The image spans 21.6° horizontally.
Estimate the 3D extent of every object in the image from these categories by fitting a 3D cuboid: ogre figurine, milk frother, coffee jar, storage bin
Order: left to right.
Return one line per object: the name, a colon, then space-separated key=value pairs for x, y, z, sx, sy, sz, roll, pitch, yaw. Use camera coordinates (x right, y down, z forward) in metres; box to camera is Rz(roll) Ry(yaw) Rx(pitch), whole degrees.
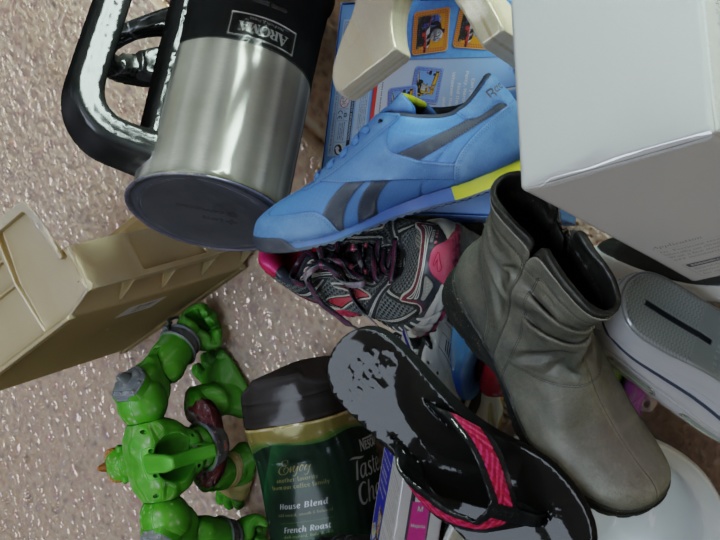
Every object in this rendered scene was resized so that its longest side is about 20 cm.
storage bin: x=-0.214 y=0.007 z=1.453 sx=0.198 sy=0.199 sz=0.094 roll=-34 pitch=79 yaw=38
ogre figurine: x=-0.136 y=0.136 z=1.469 sx=0.097 sy=0.119 sz=0.202 roll=14 pitch=107 yaw=36
milk frother: x=-0.123 y=-0.112 z=1.364 sx=0.179 sy=0.200 sz=0.190 roll=12 pitch=66 yaw=-1
coffee jar: x=-0.026 y=0.166 z=1.395 sx=0.085 sy=0.104 sz=0.202 roll=-11 pitch=93 yaw=25

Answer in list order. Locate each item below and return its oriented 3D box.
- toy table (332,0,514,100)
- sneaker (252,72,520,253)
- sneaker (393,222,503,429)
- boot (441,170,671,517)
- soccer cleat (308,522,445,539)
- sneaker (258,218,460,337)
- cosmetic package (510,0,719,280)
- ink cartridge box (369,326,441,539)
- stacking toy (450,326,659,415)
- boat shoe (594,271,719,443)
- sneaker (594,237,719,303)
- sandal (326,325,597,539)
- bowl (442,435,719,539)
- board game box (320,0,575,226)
toy table: x=0.039 y=-0.203 z=1.172 sx=0.184 sy=0.199 sz=0.118 roll=-43 pitch=52 yaw=33
sneaker: x=0.013 y=-0.070 z=1.222 sx=0.198 sy=0.066 sz=0.079 roll=-19 pitch=101 yaw=20
sneaker: x=0.055 y=0.042 z=1.315 sx=0.075 sy=0.087 sz=0.202 roll=2 pitch=99 yaw=40
boot: x=0.124 y=0.047 z=1.111 sx=0.201 sy=0.067 sz=0.131 roll=53 pitch=155 yaw=13
soccer cleat: x=0.032 y=0.215 z=1.326 sx=0.068 sy=0.198 sz=0.074 roll=-132 pitch=31 yaw=-67
sneaker: x=0.000 y=0.000 z=1.285 sx=0.199 sy=0.074 sz=0.081 roll=-4 pitch=71 yaw=59
cosmetic package: x=0.183 y=-0.123 z=1.058 sx=0.122 sy=0.199 sz=0.201 roll=-15 pitch=67 yaw=33
ink cartridge box: x=0.031 y=0.146 z=1.222 sx=0.037 sy=0.095 sz=0.202 roll=5 pitch=103 yaw=-6
stacking toy: x=0.164 y=0.057 z=1.231 sx=0.198 sy=0.110 sz=0.117 roll=21 pitch=81 yaw=12
boat shoe: x=0.227 y=0.068 z=1.166 sx=0.199 sy=0.074 sz=0.067 roll=36 pitch=152 yaw=-7
sneaker: x=0.238 y=-0.030 z=1.167 sx=0.198 sy=0.070 sz=0.100 roll=8 pitch=103 yaw=32
sandal: x=0.054 y=0.115 z=1.131 sx=0.200 sy=0.045 sz=0.075 roll=41 pitch=111 yaw=10
bowl: x=0.137 y=0.175 z=1.245 sx=0.091 sy=0.199 sz=0.203 roll=-110 pitch=32 yaw=-64
board game box: x=0.063 y=-0.109 z=1.284 sx=0.199 sy=0.036 sz=0.153 roll=3 pitch=84 yaw=40
